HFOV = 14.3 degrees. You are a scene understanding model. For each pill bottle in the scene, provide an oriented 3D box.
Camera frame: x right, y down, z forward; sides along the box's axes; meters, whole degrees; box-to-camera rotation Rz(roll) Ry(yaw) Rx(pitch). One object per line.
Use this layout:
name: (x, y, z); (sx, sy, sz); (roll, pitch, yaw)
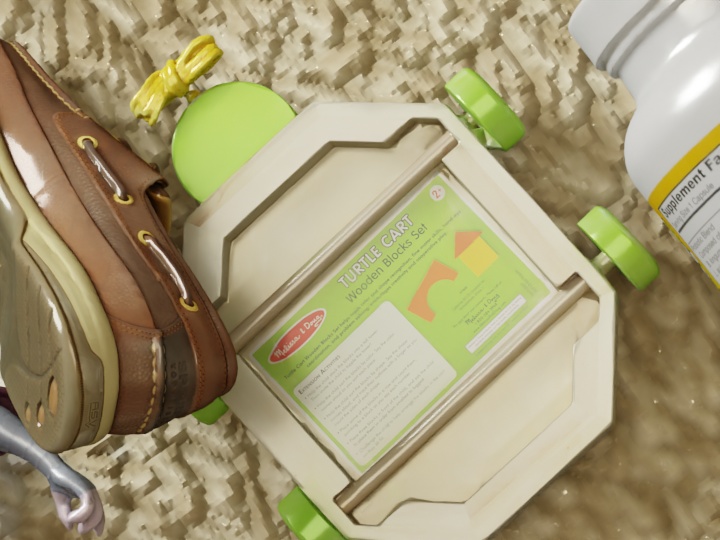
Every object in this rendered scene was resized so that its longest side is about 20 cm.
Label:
pill bottle: (0.159, -0.027, 0.959); (0.104, 0.104, 0.200); (-38, 80, 2)

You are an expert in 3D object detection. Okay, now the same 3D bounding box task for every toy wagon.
toy wagon: (0.000, 0.000, 1.010); (0.155, 0.040, 0.200); (-43, 80, 1)

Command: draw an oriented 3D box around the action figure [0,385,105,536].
action figure: (-0.176, 0.087, 0.953); (0.149, 0.200, 0.134); (33, 114, -12)

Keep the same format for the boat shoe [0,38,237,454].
boat shoe: (-0.099, -0.013, 0.982); (0.067, 0.072, 0.200); (-5, 39, -23)
